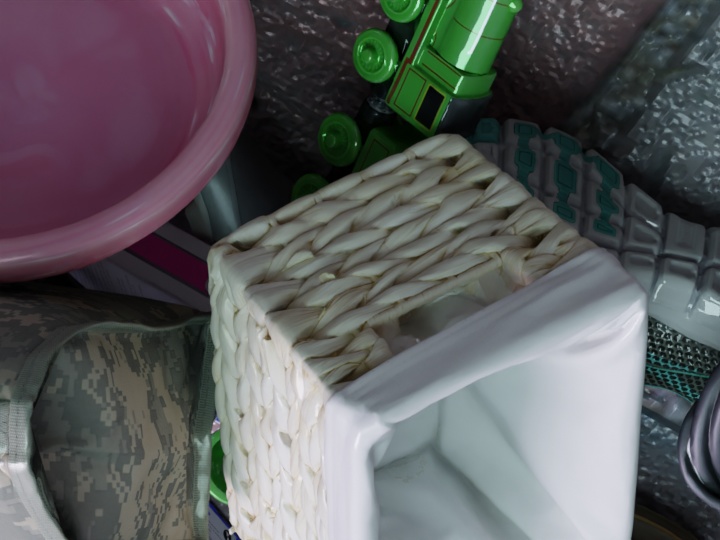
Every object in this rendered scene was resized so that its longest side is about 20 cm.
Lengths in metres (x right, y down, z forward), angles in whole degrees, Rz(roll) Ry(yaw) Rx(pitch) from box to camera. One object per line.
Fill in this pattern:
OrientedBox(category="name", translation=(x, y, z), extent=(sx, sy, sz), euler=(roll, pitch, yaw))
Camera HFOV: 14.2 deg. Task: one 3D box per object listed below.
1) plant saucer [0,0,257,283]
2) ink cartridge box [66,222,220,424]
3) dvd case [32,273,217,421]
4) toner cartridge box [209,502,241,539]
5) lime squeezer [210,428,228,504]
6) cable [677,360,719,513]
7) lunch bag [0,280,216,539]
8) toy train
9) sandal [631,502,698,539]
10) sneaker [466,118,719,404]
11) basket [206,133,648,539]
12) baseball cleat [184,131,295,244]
OrientedBox(category="plant saucer", translation=(-0.140, -0.073, 1.153), extent=(0.200, 0.201, 0.051), euler=(8, 147, 9))
OrientedBox(category="ink cartridge box", translation=(-0.105, 0.006, 1.259), extent=(0.200, 0.037, 0.095), euler=(26, 152, 27))
OrientedBox(category="dvd case", translation=(-0.183, 0.048, 1.237), extent=(0.200, 0.016, 0.149), euler=(43, 92, 0))
OrientedBox(category="toner cartridge box", translation=(-0.139, 0.180, 1.442), extent=(0.200, 0.043, 0.095), euler=(-23, 118, 28))
OrientedBox(category="lime squeezer", translation=(-0.050, 0.087, 1.295), extent=(0.200, 0.071, 0.038), euler=(27, 92, -42))
OrientedBox(category="cable", translation=(0.220, 0.051, 1.204), extent=(0.200, 0.051, 0.163), euler=(-21, 143, -12))
OrientedBox(category="lunch bag", translation=(-0.162, 0.061, 1.110), extent=(0.164, 0.200, 0.118), euler=(5, 91, 19))
OrientedBox(category="toy train", translation=(0.030, -0.087, 1.158), extent=(0.056, 0.042, 0.200), euler=(41, 121, 28))
OrientedBox(category="sandal", translation=(0.077, 0.132, 1.320), extent=(0.200, 0.054, 0.080), euler=(25, 139, -31))
OrientedBox(category="sneaker", translation=(0.102, 0.009, 1.229), extent=(0.200, 0.078, 0.091), euler=(27, 133, -5))
OrientedBox(category="basket", translation=(0.024, 0.061, 1.152), extent=(0.136, 0.123, 0.200), euler=(-26, 143, -21))
OrientedBox(category="baseball cleat", translation=(0.000, 0.000, 1.259), extent=(0.106, 0.070, 0.200), euler=(-18, 131, 19))
